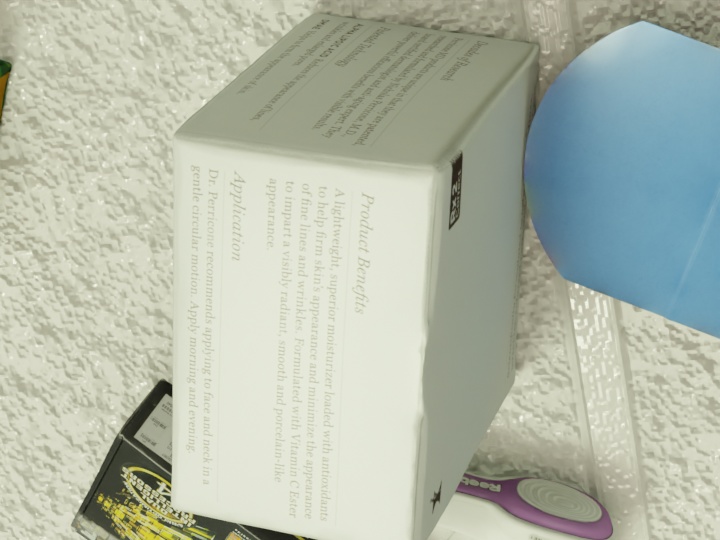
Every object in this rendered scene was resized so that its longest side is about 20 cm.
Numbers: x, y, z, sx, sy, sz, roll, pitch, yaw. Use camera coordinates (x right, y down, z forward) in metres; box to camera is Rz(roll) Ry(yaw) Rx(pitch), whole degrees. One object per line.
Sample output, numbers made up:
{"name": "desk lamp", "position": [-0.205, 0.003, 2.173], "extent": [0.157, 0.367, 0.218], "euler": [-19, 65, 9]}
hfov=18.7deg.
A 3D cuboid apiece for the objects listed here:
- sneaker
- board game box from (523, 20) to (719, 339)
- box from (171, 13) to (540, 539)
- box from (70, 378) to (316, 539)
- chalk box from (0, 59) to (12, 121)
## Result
{"name": "sneaker", "position": [0.036, 0.150, 1.201], "extent": [0.199, 0.075, 0.100], "euler": [17, 115, 10]}
{"name": "board game box", "position": [0.182, -0.045, 1.092], "extent": [0.199, 0.039, 0.159], "euler": [21, 127, 6]}
{"name": "box", "position": [0.000, 0.000, 1.078], "extent": [0.130, 0.200, 0.200], "euler": [10, 115, 15]}
{"name": "box", "position": [-0.058, 0.159, 1.210], "extent": [0.199, 0.049, 0.161], "euler": [36, 153, 0]}
{"name": "chalk box", "position": [-0.311, -0.072, 1.187], "extent": [0.199, 0.125, 0.125], "euler": [19, 117, 8]}
